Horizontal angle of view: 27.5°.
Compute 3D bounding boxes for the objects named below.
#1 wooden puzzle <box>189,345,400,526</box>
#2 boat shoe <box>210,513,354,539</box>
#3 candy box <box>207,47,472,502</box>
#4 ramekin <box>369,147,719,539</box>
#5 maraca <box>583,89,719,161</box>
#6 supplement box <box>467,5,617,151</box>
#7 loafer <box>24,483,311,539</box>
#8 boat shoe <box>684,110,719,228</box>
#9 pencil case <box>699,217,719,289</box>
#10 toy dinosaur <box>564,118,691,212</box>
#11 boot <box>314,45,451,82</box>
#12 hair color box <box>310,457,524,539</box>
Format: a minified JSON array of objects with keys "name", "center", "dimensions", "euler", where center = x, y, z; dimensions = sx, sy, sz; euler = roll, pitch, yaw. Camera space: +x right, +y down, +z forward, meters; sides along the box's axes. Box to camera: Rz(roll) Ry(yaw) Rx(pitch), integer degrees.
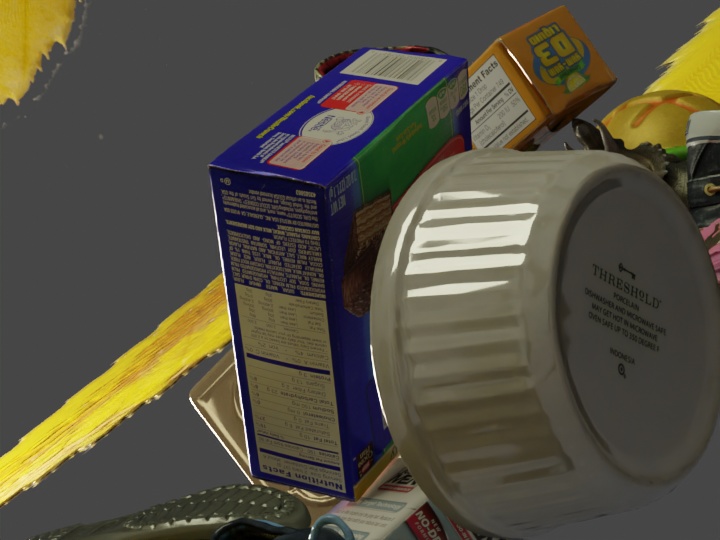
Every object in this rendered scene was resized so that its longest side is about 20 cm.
[{"name":"wooden puzzle","center":[-0.004,0.080,0.992],"dimensions":[0.185,0.046,0.200],"euler":[-45,48,2]},{"name":"boat shoe","center":[-0.026,0.137,0.569],"dimensions":[0.084,0.069,0.200],"euler":[-40,10,-23]},{"name":"candy box","center":[0.000,0.000,0.830],"dimensions":[0.077,0.201,0.169],"euler":[13,35,26]},{"name":"ramekin","center":[0.103,0.032,0.736],"dimensions":[0.094,0.203,0.202],"euler":[-9,24,43]},{"name":"maraca","center":[0.231,-0.080,1.124],"dimensions":[0.136,0.108,0.200],"euler":[-6,0,6]},{"name":"supplement box","center":[0.088,-0.101,1.013],"dimensions":[0.066,0.069,0.200],"euler":[-31,-3,-31]},{"name":"loafer","center":[-0.113,0.167,0.805],"dimensions":[0.199,0.070,0.075],"euler":[-15,3,22]},{"name":"boat shoe","center":[0.293,-0.048,0.879],"dimensions":[0.199,0.092,0.071],"euler":[1,-2,28]},{"name":"pencil case","center":[0.190,0.013,0.850],"dimensions":[0.200,0.087,0.083],"euler":[-26,26,46]},{"name":"toy dinosaur","center":[0.230,-0.050,0.976],"dimensions":[0.199,0.077,0.102],"euler":[12,12,7]},{"name":"boot","center":[0.064,-0.060,0.930],"dimensions":[0.202,0.155,0.074],"euler":[0,34,1]},{"name":"hair color box","center":[-0.018,0.182,0.770],"dimensions":[0.200,0.061,0.099],"euler":[-38,10,-23]}]
